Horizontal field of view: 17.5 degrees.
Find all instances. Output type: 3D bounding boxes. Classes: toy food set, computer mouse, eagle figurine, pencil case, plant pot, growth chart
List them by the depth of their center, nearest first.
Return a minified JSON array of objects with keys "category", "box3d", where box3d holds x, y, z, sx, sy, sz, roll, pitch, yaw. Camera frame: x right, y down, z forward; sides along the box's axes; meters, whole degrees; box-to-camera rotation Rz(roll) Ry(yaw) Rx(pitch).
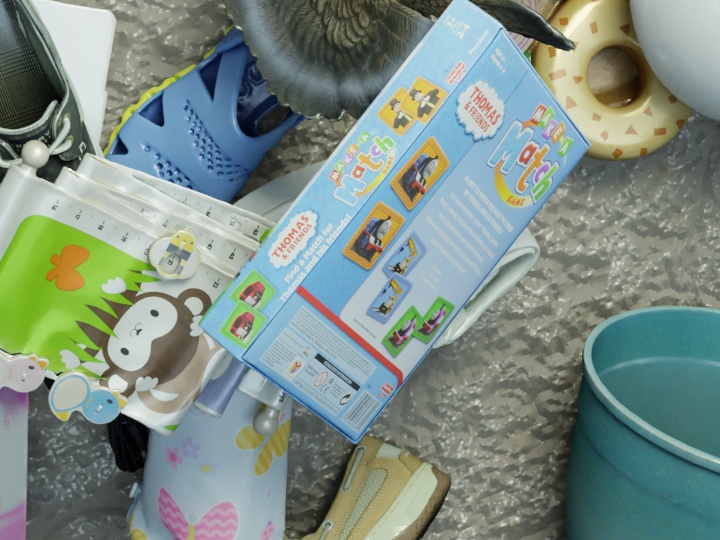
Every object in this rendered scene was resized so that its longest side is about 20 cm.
[{"category":"growth chart","box3d":[-0.109,0.016,1.176,0.199,0.018,0.146,15,105,-20]},{"category":"eagle figurine","box3d":[-0.001,-0.167,1.224,0.151,0.151,0.201,-29,85,4]},{"category":"computer mouse","box3d":[-0.138,0.057,1.267,0.034,0.200,0.059,-6,62,8]},{"category":"pencil case","box3d":[-0.080,0.071,1.271,0.083,0.090,0.201,-23,128,-46]},{"category":"toy food set","box3d":[0.123,-0.174,1.330,0.197,0.049,0.201,24,96,-16]},{"category":"plant pot","box3d":[0.203,0.150,1.348,0.199,0.200,0.189,7,115,-14]}]

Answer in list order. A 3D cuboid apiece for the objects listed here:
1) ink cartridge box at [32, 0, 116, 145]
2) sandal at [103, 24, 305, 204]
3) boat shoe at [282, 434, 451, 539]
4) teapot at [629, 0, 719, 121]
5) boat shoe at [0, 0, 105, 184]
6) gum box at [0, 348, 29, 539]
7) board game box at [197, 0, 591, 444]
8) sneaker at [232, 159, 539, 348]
[{"category":"ink cartridge box","box3d":[-0.205,-0.054,1.272,0.114,0.068,0.202,9,100,-15]},{"category":"sandal","box3d":[-0.074,-0.083,1.287,0.079,0.087,0.200,37,94,-19]},{"category":"boat shoe","box3d":[-0.028,0.177,1.333,0.076,0.072,0.200,32,54,8]},{"category":"teapot","box3d":[0.251,-0.167,1.278,0.199,0.146,0.199,1,100,-41]},{"category":"boat shoe","box3d":[-0.178,-0.077,1.199,0.072,0.071,0.201,-27,110,-8]},{"category":"gum box","box3d":[-0.235,0.096,1.251,0.113,0.066,0.201,0,130,-10]},{"category":"board game box","box3d":[0.022,-0.020,1.163,0.200,0.037,0.151,-51,150,-2]},{"category":"sneaker","box3d":[0.000,0.000,1.301,0.199,0.074,0.116,-26,64,-6]}]
